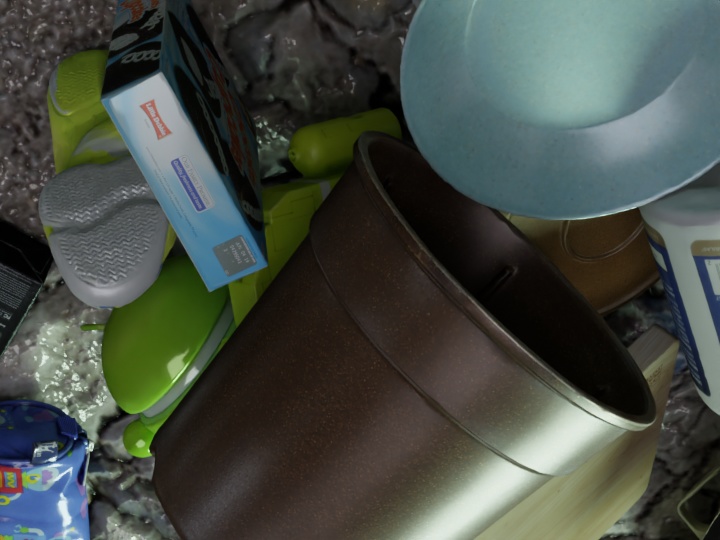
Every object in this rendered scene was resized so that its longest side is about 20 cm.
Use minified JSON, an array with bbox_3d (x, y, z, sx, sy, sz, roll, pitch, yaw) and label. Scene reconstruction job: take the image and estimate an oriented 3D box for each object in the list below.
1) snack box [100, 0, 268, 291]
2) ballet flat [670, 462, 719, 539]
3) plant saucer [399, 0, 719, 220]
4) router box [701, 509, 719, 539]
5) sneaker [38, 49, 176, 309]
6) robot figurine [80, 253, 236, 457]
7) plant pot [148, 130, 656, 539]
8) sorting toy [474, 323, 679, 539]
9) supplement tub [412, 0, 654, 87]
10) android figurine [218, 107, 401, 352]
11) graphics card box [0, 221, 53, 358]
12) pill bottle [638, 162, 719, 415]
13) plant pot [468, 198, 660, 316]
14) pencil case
[{"bbox_3d":[-0.094,-0.084,0.806,0.037,0.200,0.116,-24,116,6],"label":"snack box"},{"bbox_3d":[0.246,0.196,1.043,0.064,0.067,0.200,30,118,16],"label":"ballet flat"},{"bbox_3d":[0.115,-0.114,0.738,0.200,0.039,0.201,-5,132,-6],"label":"plant saucer"},{"bbox_3d":[0.289,0.194,0.969,0.200,0.062,0.150,-4,127,-44],"label":"router box"},{"bbox_3d":[-0.140,-0.033,0.847,0.075,0.200,0.105,-4,136,-6],"label":"sneaker"},{"bbox_3d":[-0.077,0.069,0.938,0.200,0.116,0.175,36,122,-17],"label":"robot figurine"},{"bbox_3d":[0.009,0.068,0.752,0.200,0.200,0.198,39,106,-19],"label":"plant pot"},{"bbox_3d":[0.100,0.136,0.929,0.200,0.070,0.199,-39,151,-22],"label":"sorting toy"},{"bbox_3d":[0.125,-0.189,0.786,0.200,0.132,0.132,-29,115,15],"label":"supplement tub"},{"bbox_3d":[0.000,0.000,0.876,0.200,0.041,0.183,-19,106,-31],"label":"android figurine"},{"bbox_3d":[-0.299,0.042,0.965,0.125,0.051,0.200,28,117,-13],"label":"graphics card box"},{"bbox_3d":[0.236,0.019,0.846,0.111,0.111,0.200,-18,120,10],"label":"pill bottle"},{"bbox_3d":[0.141,-0.037,0.874,0.200,0.028,0.200,-17,134,-19],"label":"plant pot"},{"bbox_3d":[-0.223,0.184,1.026,0.087,0.078,0.201,-3,119,-7],"label":"pencil case"}]
